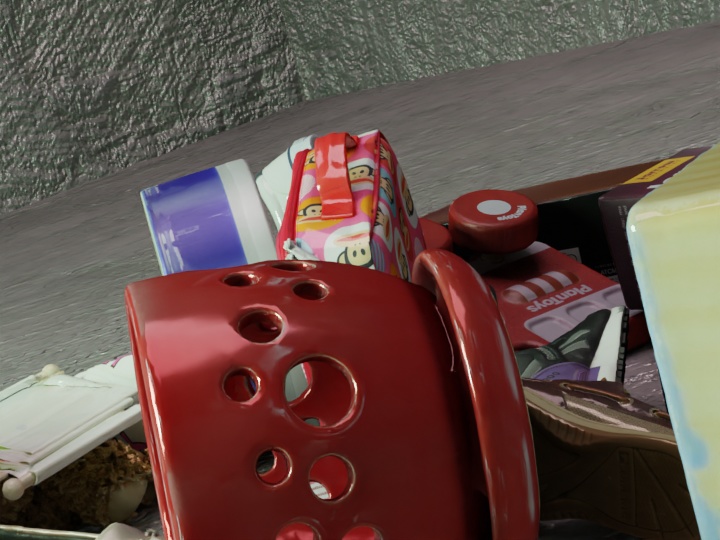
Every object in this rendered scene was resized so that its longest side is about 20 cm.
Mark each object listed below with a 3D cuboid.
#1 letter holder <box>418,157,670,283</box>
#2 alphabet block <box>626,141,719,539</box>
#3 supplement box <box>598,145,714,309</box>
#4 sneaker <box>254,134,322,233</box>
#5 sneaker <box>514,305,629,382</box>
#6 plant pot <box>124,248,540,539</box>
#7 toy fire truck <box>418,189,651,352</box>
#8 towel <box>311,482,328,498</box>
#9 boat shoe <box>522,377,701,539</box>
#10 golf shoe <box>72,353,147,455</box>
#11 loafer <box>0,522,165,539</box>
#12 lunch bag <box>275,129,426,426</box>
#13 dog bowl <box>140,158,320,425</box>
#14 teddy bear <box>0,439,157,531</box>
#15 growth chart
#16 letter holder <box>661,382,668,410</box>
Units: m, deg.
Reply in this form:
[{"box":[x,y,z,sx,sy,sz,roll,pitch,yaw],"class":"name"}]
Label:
[{"box":[0.149,-0.015,1.673,0.199,0.101,0.142,-11,8,24],"class":"letter holder"},{"box":[0.263,0.023,0.997,0.199,0.197,0.196,-9,13,29],"class":"alphabet block"},{"box":[0.276,-0.034,1.443,0.199,0.086,0.110,-3,19,46],"class":"supplement box"},{"box":[-0.018,-0.002,1.636,0.071,0.201,0.073,-31,-17,25],"class":"sneaker"},{"box":[0.114,0.063,1.280,0.087,0.076,0.200,6,13,8],"class":"sneaker"},{"box":[-0.014,0.089,1.055,0.181,0.202,0.200,-10,9,-5],"class":"plant pot"},{"box":[0.094,0.032,1.511,0.199,0.113,0.168,-19,31,-34],"class":"toy fire truck"},{"box":[0.024,0.132,1.256,0.145,0.030,0.200,-14,10,-2],"class":"towel"},{"box":[0.122,0.093,1.141,0.199,0.073,0.072,10,18,40],"class":"boat shoe"},{"box":[-0.172,0.101,1.523,0.091,0.073,0.200,-6,-9,-17],"class":"golf shoe"},{"box":[-0.148,0.170,1.193,0.199,0.063,0.072,-9,11,35],"class":"loafer"},{"box":[0.000,0.000,1.346,0.081,0.177,0.200,-12,24,9],"class":"lunch bag"},{"box":[-0.091,0.029,1.492,0.078,0.201,0.200,-16,9,-5],"class":"dog bowl"},{"box":[-0.211,0.140,1.452,0.199,0.067,0.145,-6,11,43],"class":"teddy bear"},{"box":[-0.223,0.105,1.423,0.144,0.018,0.200,-29,18,-27],"class":"growth chart"},{"box":[0.249,0.025,1.240,0.141,0.101,0.200,-11,10,14],"class":"letter holder"}]
